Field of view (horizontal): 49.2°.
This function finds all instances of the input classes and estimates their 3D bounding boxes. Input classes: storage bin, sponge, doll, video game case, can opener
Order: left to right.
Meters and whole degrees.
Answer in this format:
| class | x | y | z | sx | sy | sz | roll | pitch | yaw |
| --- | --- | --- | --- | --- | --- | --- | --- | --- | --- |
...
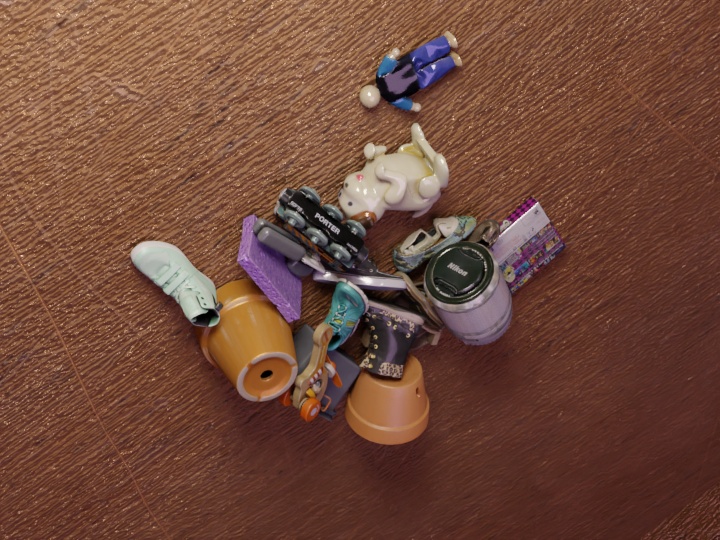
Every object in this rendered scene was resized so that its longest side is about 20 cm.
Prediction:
| class | x | y | z | sx | sy | sz | roll | pitch | yaw |
| --- | --- | --- | --- | --- | --- | --- | --- | --- | --- |
| sponge | -0.171 | -0.002 | 1.509 | 0.029 | 0.113 | 0.201 | -17 | 135 | 17 |
| can opener | -0.136 | -0.034 | 1.499 | 0.066 | 0.053 | 0.200 | -44 | 142 | 8 |
| storage bin | -0.094 | 0.221 | 1.712 | 0.135 | 0.145 | 0.200 | -50 | 132 | 1 |
| doll | 0.089 | -0.350 | 1.427 | 0.198 | 0.049 | 0.137 | -29 | 132 | -6 |
| video game case | 0.361 | -0.047 | 1.811 | 0.200 | 0.036 | 0.181 | -41 | 131 | 6 |

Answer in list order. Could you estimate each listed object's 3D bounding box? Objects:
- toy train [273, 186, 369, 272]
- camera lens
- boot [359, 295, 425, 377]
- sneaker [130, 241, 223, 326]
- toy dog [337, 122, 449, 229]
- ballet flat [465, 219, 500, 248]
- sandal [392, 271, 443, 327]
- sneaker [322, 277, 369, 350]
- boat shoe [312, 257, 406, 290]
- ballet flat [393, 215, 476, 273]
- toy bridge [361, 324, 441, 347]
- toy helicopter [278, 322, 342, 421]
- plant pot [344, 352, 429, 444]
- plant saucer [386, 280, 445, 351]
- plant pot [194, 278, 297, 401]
| class | x | y | z | sx | sy | sz | roll | pitch | yaw |
| --- | --- | --- | --- | --- | --- | --- | --- | --- | --- |
| toy train | -0.076 | -0.076 | 1.471 | 0.199 | 0.114 | 0.086 | 36 | 67 | -10 |
| camera lens | 0.229 | 0.048 | 1.651 | 0.159 | 0.161 | 0.200 | -35 | 142 | 0 |
| boot | 0.029 | 0.138 | 1.692 | 0.197 | 0.073 | 0.153 | 16 | 96 | -13 |
| sneaker | -0.330 | 0.028 | 1.442 | 0.074 | 0.119 | 0.200 | -43 | 131 | 10 |
| toy dog | 0.050 | -0.163 | 1.509 | 0.198 | 0.141 | 0.195 | -23 | 151 | -9 |
| ballet flat | 0.241 | -0.035 | 1.708 | 0.067 | 0.047 | 0.200 | 27 | 137 | -9 |
| sandal | 0.135 | 0.060 | 1.718 | 0.054 | 0.080 | 0.201 | -50 | 130 | -15 |
| sneaker | -0.036 | 0.094 | 1.585 | 0.080 | 0.077 | 0.201 | -48 | 162 | -37 |
| boat shoe | 0.000 | 0.000 | 1.613 | 0.197 | 0.070 | 0.067 | 7 | 82 | -7 |
| ballet flat | 0.155 | -0.070 | 1.664 | 0.199 | 0.074 | 0.075 | -35 | 133 | -3 |
| toy bridge | 0.100 | 0.137 | 1.780 | 0.197 | 0.027 | 0.068 | 1 | 123 | -28 |
| toy helicopter | -0.083 | 0.195 | 1.583 | 0.132 | 0.078 | 0.202 | -19 | 129 | -51 |
| plant pot | 0.065 | 0.274 | 1.787 | 0.197 | 0.201 | 0.142 | -10 | 127 | -21 |
| plant saucer | 0.121 | 0.102 | 1.802 | 0.197 | 0.030 | 0.202 | -14 | 129 | -18 |
| plant pot | -0.211 | 0.151 | 1.554 | 0.198 | 0.184 | 0.202 | -14 | 130 | -18 |
